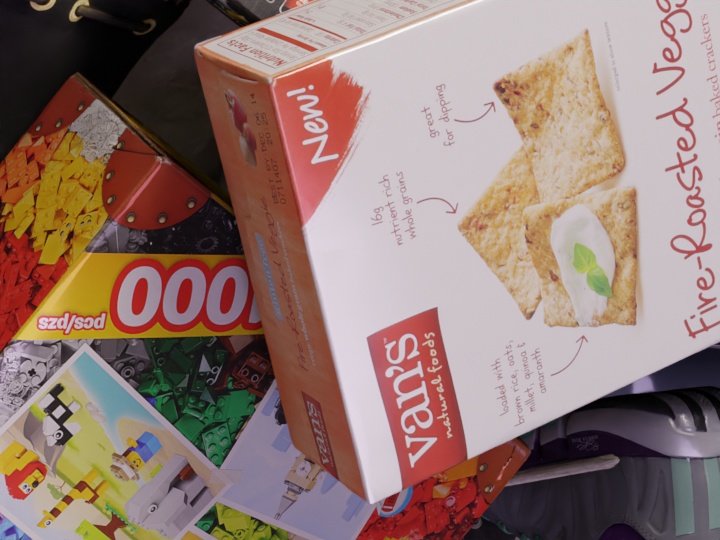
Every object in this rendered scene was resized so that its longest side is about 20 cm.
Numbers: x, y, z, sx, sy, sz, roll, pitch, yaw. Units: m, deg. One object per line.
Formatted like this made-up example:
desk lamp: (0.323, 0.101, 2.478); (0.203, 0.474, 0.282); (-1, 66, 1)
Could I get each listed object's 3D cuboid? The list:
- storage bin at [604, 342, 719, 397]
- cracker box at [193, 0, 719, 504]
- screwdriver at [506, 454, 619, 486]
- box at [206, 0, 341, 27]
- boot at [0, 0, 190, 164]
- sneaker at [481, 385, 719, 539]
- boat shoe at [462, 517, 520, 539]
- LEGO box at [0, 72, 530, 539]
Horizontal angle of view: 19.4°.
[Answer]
storage bin: (0.114, -0.022, 0.836); (0.144, 0.136, 0.199); (-4, 168, 30)
cracker box: (0.061, -0.033, 0.639); (0.199, 0.058, 0.135); (-23, 115, -20)
screwdriver: (0.033, 0.090, 0.853); (0.029, 0.028, 0.199); (-10, 175, -34)
box: (0.053, -0.107, 0.675); (0.200, 0.048, 0.159); (37, 86, -33)
boot: (-0.141, -0.080, 0.663); (0.199, 0.073, 0.151); (-2, 136, -44)
sneaker: (0.079, 0.100, 0.867); (0.074, 0.089, 0.200); (-4, 174, -29)
boat shoe: (0.069, 0.121, 0.973); (0.200, 0.066, 0.070); (-51, 140, -31)
LEGO box: (-0.062, 0.056, 0.701); (0.149, 0.077, 0.200); (-51, 129, 1)
